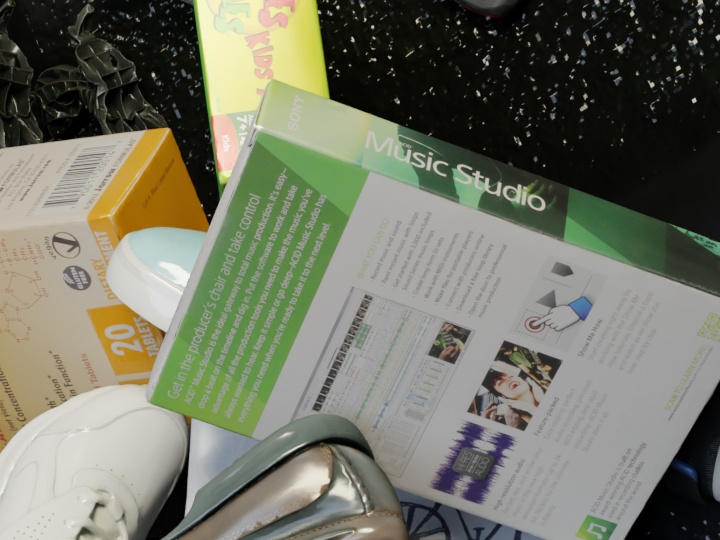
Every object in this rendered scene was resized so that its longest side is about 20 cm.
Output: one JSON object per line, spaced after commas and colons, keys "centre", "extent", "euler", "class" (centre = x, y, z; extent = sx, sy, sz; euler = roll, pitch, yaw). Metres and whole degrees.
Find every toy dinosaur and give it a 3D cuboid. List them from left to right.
{"centre": [-0.181, -0.067, 1.193], "extent": [0.135, 0.102, 0.201], "euler": [-21, 99, 46], "class": "toy dinosaur"}

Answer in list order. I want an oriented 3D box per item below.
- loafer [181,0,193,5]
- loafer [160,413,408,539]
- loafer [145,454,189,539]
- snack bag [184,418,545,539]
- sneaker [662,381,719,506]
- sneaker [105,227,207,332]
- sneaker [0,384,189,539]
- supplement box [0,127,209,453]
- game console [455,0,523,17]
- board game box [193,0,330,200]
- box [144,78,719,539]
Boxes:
{"centre": [-0.103, -0.184, 1.112], "extent": [0.200, 0.070, 0.070], "euler": [38, 79, -10], "class": "loafer"}
{"centre": [-0.066, 0.139, 0.943], "extent": [0.200, 0.072, 0.063], "euler": [-44, 49, 7], "class": "loafer"}
{"centre": [-0.110, 0.175, 1.142], "extent": [0.063, 0.072, 0.202], "euler": [0, 90, 40], "class": "loafer"}
{"centre": [0.018, 0.124, 1.009], "extent": [0.187, 0.021, 0.201], "euler": [2, 58, 3], "class": "snack bag"}
{"centre": [0.153, -0.002, 0.989], "extent": [0.111, 0.073, 0.201], "euler": [12, 96, 30], "class": "sneaker"}
{"centre": [0.000, 0.000, 1.016], "extent": [0.199, 0.074, 0.082], "euler": [14, 108, -6], "class": "sneaker"}
{"centre": [-0.128, 0.133, 1.021], "extent": [0.200, 0.078, 0.099], "euler": [-51, 31, -17], "class": "sneaker"}
{"centre": [-0.161, 0.017, 1.118], "extent": [0.199, 0.074, 0.127], "euler": [-6, 123, 25], "class": "supplement box"}
{"centre": [0.041, -0.235, 1.094], "extent": [0.177, 0.031, 0.201], "euler": [35, 107, 28], "class": "game console"}
{"centre": [-0.040, -0.072, 1.043], "extent": [0.047, 0.200, 0.102], "euler": [-8, 83, -3], "class": "board game box"}
{"centre": [0.033, 0.023, 0.948], "extent": [0.199, 0.036, 0.145], "euler": [19, 128, -8], "class": "box"}
